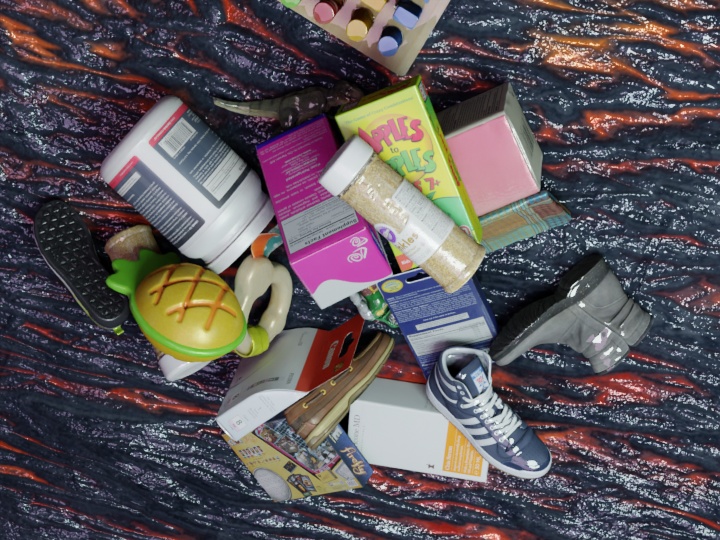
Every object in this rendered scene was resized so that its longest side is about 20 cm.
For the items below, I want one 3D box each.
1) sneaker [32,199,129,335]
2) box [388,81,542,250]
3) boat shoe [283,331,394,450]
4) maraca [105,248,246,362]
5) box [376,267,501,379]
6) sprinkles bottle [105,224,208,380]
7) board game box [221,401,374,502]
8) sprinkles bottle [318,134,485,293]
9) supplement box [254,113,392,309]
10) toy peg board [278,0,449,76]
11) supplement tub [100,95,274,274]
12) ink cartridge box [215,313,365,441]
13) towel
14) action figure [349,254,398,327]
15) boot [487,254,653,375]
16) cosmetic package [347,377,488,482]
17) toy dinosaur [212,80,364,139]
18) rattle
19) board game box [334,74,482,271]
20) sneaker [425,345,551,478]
[{"bbox_3d":[-0.383,0.002,1.654,0.071,0.083,0.201,-29,87,-20],"label":"sneaker"},{"bbox_3d":[0.110,-0.127,1.478,0.198,0.128,0.110,-22,109,19],"label":"box"},{"bbox_3d":[-0.025,0.143,1.600,0.067,0.200,0.072,40,146,3],"label":"boat shoe"},{"bbox_3d":[-0.228,0.039,1.513,0.200,0.136,0.108,39,127,25],"label":"maraca"},{"bbox_3d":[0.108,0.057,1.584,0.120,0.033,0.201,-15,133,16],"label":"box"},{"bbox_3d":[-0.266,0.042,1.602,0.068,0.068,0.202,-32,78,22],"label":"sprinkles bottle"},{"bbox_3d":[-0.090,0.253,1.696,0.199,0.035,0.136,-19,112,46],"label":"board game box"},{"bbox_3d":[0.047,-0.062,1.356,0.199,0.068,0.068,40,115,-9],"label":"sprinkles bottle"},{"bbox_3d":[-0.046,-0.073,1.460,0.102,0.201,0.101,-24,142,7],"label":"supplement box"},{"bbox_3d":[0.012,-0.348,1.410,0.198,0.098,0.201,31,116,-5],"label":"toy peg board"},{"bbox_3d":[-0.215,-0.107,1.536,0.200,0.141,0.140,44,114,-11],"label":"supplement tub"},{"bbox_3d":[-0.090,0.121,1.608,0.199,0.163,0.057,-38,105,24],"label":"ink cartridge box"},{"bbox_3d":[0.156,-0.044,1.510,0.198,0.146,0.022,-22,75,17],"label":"towel"},{"bbox_3d":[0.000,0.000,1.585,0.118,0.055,0.201,-41,119,-9],"label":"action figure"},{"bbox_3d":[0.273,0.089,1.564,0.199,0.070,0.132,-38,104,8],"label":"boot"},{"bbox_3d":[0.084,0.216,1.675,0.197,0.071,0.103,8,116,7],"label":"cosmetic package"},{"bbox_3d":[-0.083,-0.187,1.532,0.197,0.048,0.089,-5,107,14],"label":"toy dinosaur"},{"bbox_3d":[-0.162,0.003,1.605,0.143,0.129,0.202,38,144,37],"label":"rattle"},{"bbox_3d":[0.057,-0.109,1.398,0.101,0.048,0.202,-18,109,18],"label":"board game box"},{"bbox_3d":[0.168,0.178,1.562,0.199,0.070,0.109,39,149,19],"label":"sneaker"}]
